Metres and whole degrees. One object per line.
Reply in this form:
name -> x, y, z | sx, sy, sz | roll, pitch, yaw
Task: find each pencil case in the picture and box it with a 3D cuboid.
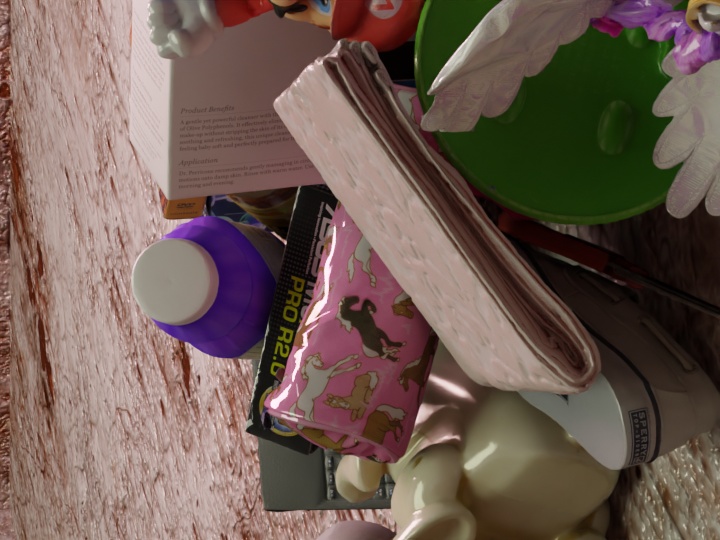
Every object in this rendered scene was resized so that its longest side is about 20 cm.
pencil case -> 0.011, -0.001, 1.425 | 0.083, 0.086, 0.201 | 33, -107, -69

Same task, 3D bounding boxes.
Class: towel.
towel -> 0.033, -0.022, 1.281 | 0.191, 0.032, 0.200 | 54, 173, -4

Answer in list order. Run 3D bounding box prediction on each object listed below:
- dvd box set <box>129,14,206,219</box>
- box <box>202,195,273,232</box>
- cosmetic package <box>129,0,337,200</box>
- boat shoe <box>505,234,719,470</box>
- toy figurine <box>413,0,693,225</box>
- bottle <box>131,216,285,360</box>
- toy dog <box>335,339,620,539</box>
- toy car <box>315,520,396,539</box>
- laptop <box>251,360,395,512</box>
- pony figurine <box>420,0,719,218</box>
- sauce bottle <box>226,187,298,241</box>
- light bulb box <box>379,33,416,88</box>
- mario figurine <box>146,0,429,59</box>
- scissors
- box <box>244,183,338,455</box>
dvd box set -> -0.110, -0.143, 1.672 | 0.200, 0.029, 0.147 | 110, 151, -60
box -> -0.035, -0.136, 1.738 | 0.107, 0.148, 0.201 | -113, 23, -51
cosmetic package -> -0.063, -0.147, 1.437 | 0.085, 0.107, 0.201 | -127, 36, -56
boat shoe -> 0.116, 0.033, 1.363 | 0.200, 0.065, 0.072 | -137, 38, -60
toy figurine -> 0.099, -0.102, 1.325 | 0.184, 0.149, 0.201 | 111, 173, -79
bottle -> -0.081, 0.010, 1.563 | 0.084, 0.065, 0.200 | 53, -171, 9
toy dog -> 0.058, 0.074, 1.489 | 0.200, 0.139, 0.194 | -112, 35, -48
toy car -> 0.041, 0.225, 1.571 | 0.150, 0.175, 0.200 | -41, 5, 26
laptop -> 0.002, 0.076, 1.759 | 0.103, 0.199, 0.178 | -11, -82, -68
pony figurine -> 0.127, -0.134, 1.156 | 0.193, 0.166, 0.201 | 123, 152, -49
sauce bottle -> -0.032, -0.046, 1.647 | 0.200, 0.066, 0.066 | 39, -142, -66
light bulb box -> 0.025, -0.180, 1.538 | 0.198, 0.124, 0.201 | -121, 30, -58
mario figurine -> -0.056, -0.159, 1.278 | 0.199, 0.106, 0.124 | 25, 159, 26
scissors -> 0.125, 0.000, 1.331 | 0.014, 0.073, 0.200 | -66, 19, 4
box -> 0.000, 0.000, 1.601 | 0.200, 0.044, 0.161 | -41, -34, -65
